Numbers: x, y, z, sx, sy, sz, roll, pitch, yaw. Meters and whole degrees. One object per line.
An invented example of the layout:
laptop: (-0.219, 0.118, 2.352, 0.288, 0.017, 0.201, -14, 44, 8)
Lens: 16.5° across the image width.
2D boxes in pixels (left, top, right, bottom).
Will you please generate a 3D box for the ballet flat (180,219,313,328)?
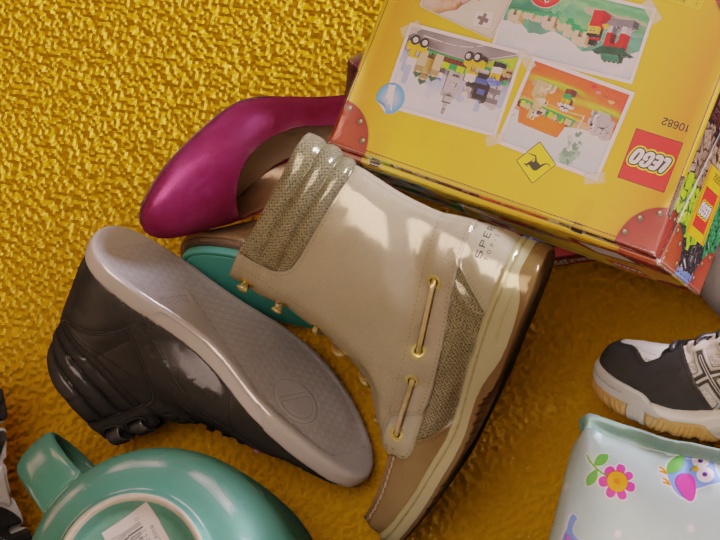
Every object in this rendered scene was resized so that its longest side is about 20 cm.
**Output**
ballet flat: (0.000, 0.000, 1.380, 0.199, 0.068, 0.073, 16, 59, 20)

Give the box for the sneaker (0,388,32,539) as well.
sneaker: (-0.236, 0.145, 1.403, 0.090, 0.078, 0.202, -10, 81, 54)

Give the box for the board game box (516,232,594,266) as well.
board game box: (0.176, -0.064, 1.367, 0.198, 0.019, 0.104, -8, 71, 14)

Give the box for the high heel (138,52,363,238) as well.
high heel: (-0.022, -0.052, 1.367, 0.199, 0.068, 0.096, -27, 54, -31)

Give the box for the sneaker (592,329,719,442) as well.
sneaker: (0.209, 0.045, 1.266, 0.199, 0.075, 0.089, 9, 102, 37)

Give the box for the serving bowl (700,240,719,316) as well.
serving bowl: (0.252, -0.053, 1.295, 0.198, 0.066, 0.202, -3, 79, 16)

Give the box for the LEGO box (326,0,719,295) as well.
LEGO box: (0.103, -0.093, 1.286, 0.199, 0.077, 0.150, 21, 86, 26)

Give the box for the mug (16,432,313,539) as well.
mug: (-0.119, 0.169, 1.331, 0.183, 0.114, 0.153, 8, 77, 17)

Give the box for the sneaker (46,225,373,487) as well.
sneaker: (-0.088, 0.070, 1.384, 0.200, 0.071, 0.099, 38, 123, 0)

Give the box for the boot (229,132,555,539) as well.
boot: (0.000, 0.038, 1.304, 0.154, 0.072, 0.201, 27, 123, 7)

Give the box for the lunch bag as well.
lunch bag: (0.187, 0.180, 1.239, 0.198, 0.122, 0.172, 14, 77, 12)
